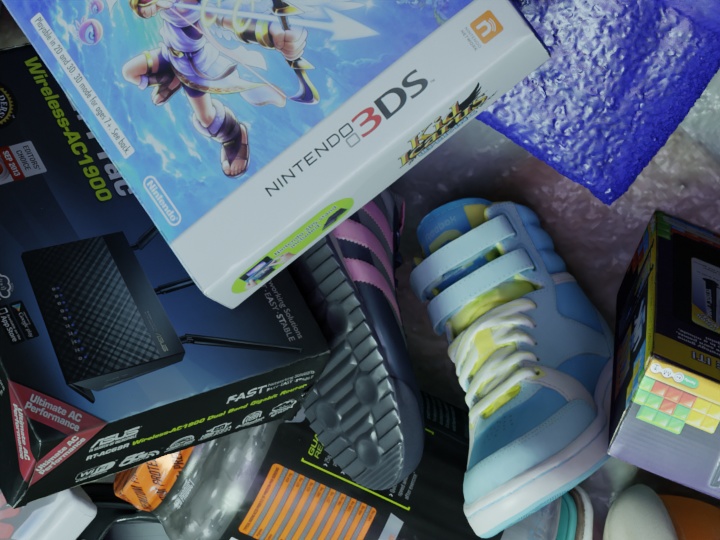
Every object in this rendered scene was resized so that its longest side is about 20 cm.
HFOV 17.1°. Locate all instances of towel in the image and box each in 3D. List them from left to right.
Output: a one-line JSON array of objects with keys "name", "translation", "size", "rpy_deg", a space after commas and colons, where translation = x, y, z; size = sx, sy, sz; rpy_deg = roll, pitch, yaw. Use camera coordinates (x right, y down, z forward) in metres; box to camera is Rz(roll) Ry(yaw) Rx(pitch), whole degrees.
[{"name": "towel", "translation": [0.113, -0.140, 1.087], "size": [0.147, 0.050, 0.200], "rpy_deg": [32, 115, -6]}]

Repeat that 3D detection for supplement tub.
[{"name": "supplement tub", "translation": [-0.012, 0.106, 1.170], "size": [0.199, 0.123, 0.123], "rpy_deg": [26, 116, -11]}]

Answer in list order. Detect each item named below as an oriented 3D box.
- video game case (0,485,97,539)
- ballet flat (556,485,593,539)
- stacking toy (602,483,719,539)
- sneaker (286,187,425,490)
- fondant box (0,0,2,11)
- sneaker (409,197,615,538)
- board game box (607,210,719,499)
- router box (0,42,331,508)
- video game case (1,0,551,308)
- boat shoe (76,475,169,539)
[{"name": "video game case", "translation": [-0.237, 0.128, 1.107], "size": [0.200, 0.182, 0.023], "rpy_deg": [-49, 144, 2]}, {"name": "ballet flat", "translation": [0.081, 0.206, 1.234], "size": [0.069, 0.069, 0.201], "rpy_deg": [24, 90, -3]}, {"name": "stacking toy", "translation": [0.226, 0.169, 1.188], "size": [0.198, 0.146, 0.147], "rpy_deg": [-7, 115, -6]}, {"name": "sneaker", "translation": [0.000, 0.000, 1.113], "size": [0.070, 0.082, 0.201], "rpy_deg": [-27, 79, 46]}, {"name": "fondant box", "translation": [-0.256, -0.087, 1.162], "size": [0.143, 0.058, 0.201], "rpy_deg": [14, 117, 2]}, {"name": "sneaker", "translation": [0.060, 0.037, 1.101], "size": [0.079, 0.200, 0.131], "rpy_deg": [-32, 95, 18]}, {"name": "board game box", "translation": [0.215, 0.062, 1.102], "size": [0.199, 0.166, 0.057], "rpy_deg": [22, 116, -1]}, {"name": "router box", "translation": [-0.125, -0.008, 1.078], "size": [0.201, 0.149, 0.062], "rpy_deg": [60, 146, 20]}, {"name": "video game case", "translation": [-0.046, -0.118, 1.049], "size": [0.181, 0.045, 0.200], "rpy_deg": [-38, 74, 6]}, {"name": "boat shoe", "translation": [-0.125, 0.153, 1.249], "size": [0.198, 0.066, 0.075], "rpy_deg": [-3, 117, 10]}]
